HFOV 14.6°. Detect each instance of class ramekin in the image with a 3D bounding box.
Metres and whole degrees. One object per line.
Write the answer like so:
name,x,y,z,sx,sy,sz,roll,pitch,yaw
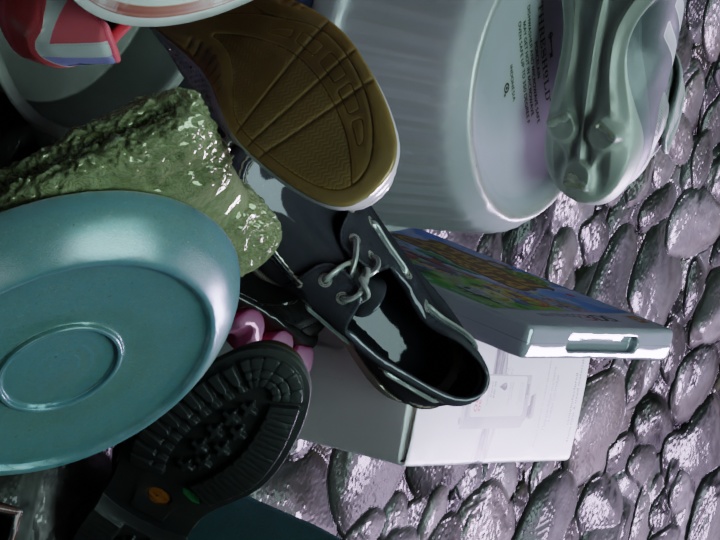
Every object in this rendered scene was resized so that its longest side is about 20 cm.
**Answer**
ramekin,0.058,-0.111,1.525,0.202,0.094,0.203,-30,127,-51

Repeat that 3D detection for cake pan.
cake pan,-0.133,-0.163,1.389,0.200,0.037,0.201,-31,128,-50

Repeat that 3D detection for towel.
towel,-0.145,-0.007,1.344,0.200,0.037,0.148,-27,147,2

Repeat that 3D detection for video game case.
video game case,0.055,0.008,1.616,0.182,0.200,0.022,4,105,-59

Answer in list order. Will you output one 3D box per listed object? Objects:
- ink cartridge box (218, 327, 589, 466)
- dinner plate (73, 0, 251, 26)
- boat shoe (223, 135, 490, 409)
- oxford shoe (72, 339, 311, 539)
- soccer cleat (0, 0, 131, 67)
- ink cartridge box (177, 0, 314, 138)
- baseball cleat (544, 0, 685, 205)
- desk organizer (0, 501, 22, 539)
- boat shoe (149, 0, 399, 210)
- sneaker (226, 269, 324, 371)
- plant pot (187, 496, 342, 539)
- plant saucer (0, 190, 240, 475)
ink cartridge box,0.022,0.058,1.636,0.200,0.146,0.083,4,97,-58
dinner plate,-0.052,-0.186,1.233,0.200,0.024,0.200,-30,154,-16
boat shoe,0.000,0.000,1.445,0.073,0.063,0.200,-50,123,-15
oxford shoe,-0.087,0.088,1.491,0.200,0.073,0.084,-45,-167,39
soccer cleat,-0.098,-0.172,1.332,0.200,0.076,0.067,-56,144,-27
ink cartridge box,-0.023,-0.126,1.553,0.200,0.076,0.137,-56,145,-31
baseball cleat,0.145,-0.136,1.514,0.106,0.070,0.200,-22,130,-62
desk organizer,-0.235,0.196,1.348,0.072,0.077,0.200,14,91,-59
boat shoe,-0.041,-0.091,1.353,0.071,0.200,0.069,-38,147,-5
sneaker,-0.074,-0.023,1.462,0.095,0.079,0.200,-49,132,6
plant pot,-0.037,0.230,1.566,0.141,0.200,0.141,-53,143,-30
plant saucer,-0.147,0.039,1.348,0.200,0.027,0.200,-17,145,-12
